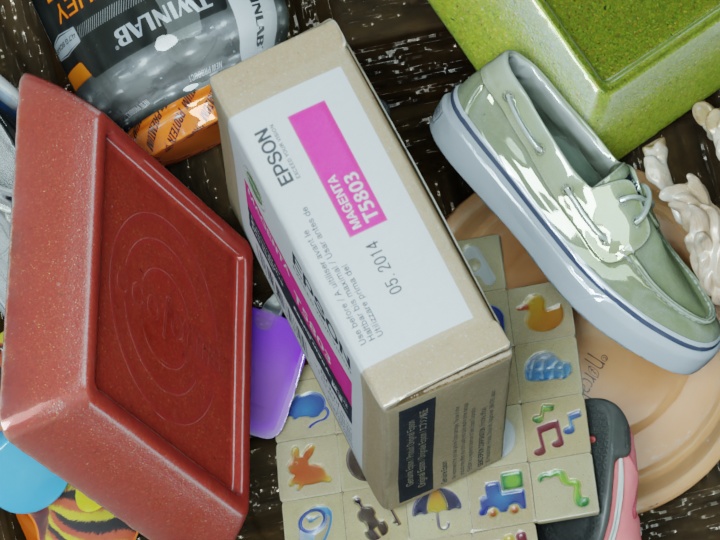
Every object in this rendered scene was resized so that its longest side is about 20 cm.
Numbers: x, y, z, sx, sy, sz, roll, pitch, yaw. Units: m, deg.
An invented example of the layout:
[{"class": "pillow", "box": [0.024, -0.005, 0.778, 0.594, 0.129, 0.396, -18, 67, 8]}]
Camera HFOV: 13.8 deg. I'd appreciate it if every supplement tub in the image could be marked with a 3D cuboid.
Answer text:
[{"class": "supplement tub", "box": [-0.116, -0.162, 1.569, 0.122, 0.123, 0.200, -25, 86, -13]}]

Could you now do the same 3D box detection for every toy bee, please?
[{"class": "toy bee", "box": [-0.154, 0.072, 1.507, 0.109, 0.200, 0.131, -37, 54, -9]}]

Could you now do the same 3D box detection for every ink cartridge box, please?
[{"class": "ink cartridge box", "box": [0.000, 0.000, 1.502, 0.075, 0.165, 0.200, -24, 69, -8]}]

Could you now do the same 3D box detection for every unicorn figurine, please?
[{"class": "unicorn figurine", "box": [0.225, -0.033, 1.622, 0.200, 0.074, 0.138, -34, 96, -40]}]

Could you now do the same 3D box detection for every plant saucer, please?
[{"class": "plant saucer", "box": [0.122, 0.037, 1.626, 0.200, 0.032, 0.201, 1, 81, -9]}, {"class": "plant saucer", "box": [0.136, -0.179, 1.639, 0.200, 0.048, 0.200, -34, 88, -22]}, {"class": "plant saucer", "box": [-0.107, 0.026, 1.485, 0.037, 0.200, 0.200, -15, 58, 23]}]

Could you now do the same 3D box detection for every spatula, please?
[{"class": "spatula", "box": [-0.030, -0.007, 1.607, 0.056, 0.021, 0.200, 18, 70, 21]}]

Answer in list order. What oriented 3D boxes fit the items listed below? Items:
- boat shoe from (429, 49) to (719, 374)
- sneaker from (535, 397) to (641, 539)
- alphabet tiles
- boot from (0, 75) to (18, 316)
[{"class": "boat shoe", "box": [0.122, -0.030, 1.576, 0.200, 0.062, 0.072, 44, 33, 1]}, {"class": "sneaker", "box": [0.124, 0.168, 1.585, 0.087, 0.074, 0.201, 6, 88, -47]}, {"class": "alphabet tiles", "box": [0.036, 0.079, 1.569, 0.166, 0.006, 0.200, -10, 64, 9]}, {"class": "boot", "box": [-0.174, -0.026, 1.550, 0.074, 0.096, 0.200, -40, 89, -13]}]
